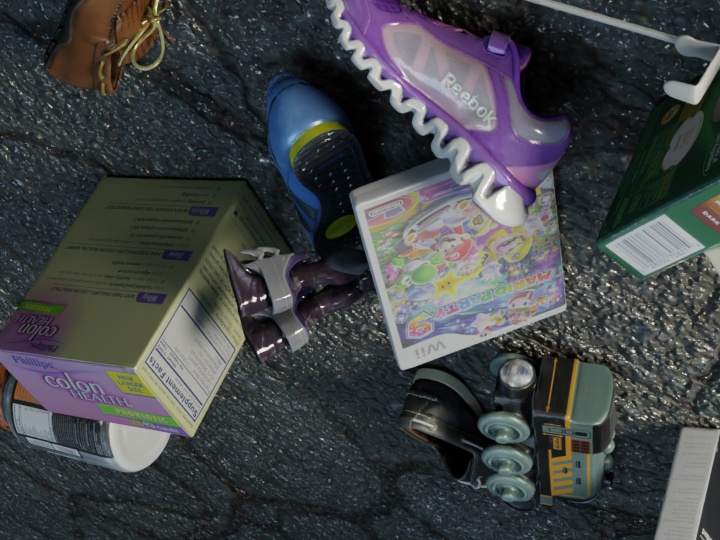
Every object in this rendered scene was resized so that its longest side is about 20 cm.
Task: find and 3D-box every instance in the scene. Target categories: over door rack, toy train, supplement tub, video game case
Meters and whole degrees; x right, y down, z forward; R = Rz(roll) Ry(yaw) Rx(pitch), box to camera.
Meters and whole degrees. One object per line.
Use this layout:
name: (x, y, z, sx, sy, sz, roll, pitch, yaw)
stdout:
over door rack: (0.113, -0.193, 0.694, 0.199, 0.067, 0.149, 35, 157, 33)
toy train: (0.166, 0.144, 1.167, 0.112, 0.086, 0.201, 7, 145, 15)
supplement tub: (-0.324, 0.155, 1.542, 0.198, 0.123, 0.123, 9, 145, 31)
video game case: (0.077, -0.011, 0.977, 0.142, 0.018, 0.201, -20, 141, -3)

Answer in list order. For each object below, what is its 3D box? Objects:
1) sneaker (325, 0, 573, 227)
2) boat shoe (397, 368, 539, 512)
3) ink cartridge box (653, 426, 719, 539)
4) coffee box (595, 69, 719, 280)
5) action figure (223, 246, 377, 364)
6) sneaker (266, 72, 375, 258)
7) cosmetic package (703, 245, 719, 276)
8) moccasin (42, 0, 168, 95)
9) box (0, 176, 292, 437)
sneaker: (0.061, -0.127, 0.854, 0.088, 0.080, 0.200, -43, 89, 17)
boat shoe: (0.105, 0.178, 1.278, 0.071, 0.068, 0.200, -9, 135, 44)
ink cartridge box: (0.299, 0.270, 1.121, 0.043, 0.201, 0.199, -4, 138, 39)
coffee box: (0.222, -0.078, 0.742, 0.044, 0.124, 0.200, 36, 147, -13)
action figure: (0.000, 0.000, 1.025, 0.197, 0.070, 0.131, -16, 144, -8)
sneaker: (-0.031, -0.080, 1.023, 0.079, 0.065, 0.201, 57, 173, 26)
cosmetic package: (0.315, -0.026, 0.775, 0.199, 0.088, 0.103, -12, 133, 48)
moccasin: (-0.174, -0.182, 0.963, 0.077, 0.074, 0.201, 25, 148, -14)
box: (-0.186, 0.025, 1.156, 0.174, 0.201, 0.097, 4, 142, 34)
